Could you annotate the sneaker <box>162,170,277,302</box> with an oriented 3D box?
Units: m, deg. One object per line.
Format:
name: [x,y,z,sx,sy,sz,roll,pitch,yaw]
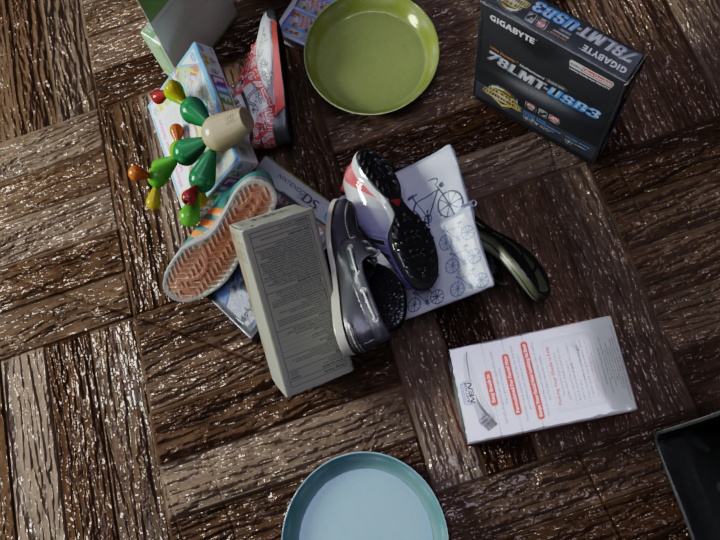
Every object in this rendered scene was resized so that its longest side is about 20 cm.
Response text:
sneaker: [-0.178,-0.045,0.884,0.071,0.080,0.200,40,101,-20]

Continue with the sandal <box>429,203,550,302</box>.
sandal: [0.159,-0.021,0.870,0.200,0.079,0.058,41,113,31]

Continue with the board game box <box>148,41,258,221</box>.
board game box: [-0.223,-0.190,0.948,0.134,0.034,0.204,-37,65,32]

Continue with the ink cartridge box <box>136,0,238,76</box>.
ink cartridge box: [-0.250,-0.377,0.963,0.047,0.200,0.147,31,78,13]

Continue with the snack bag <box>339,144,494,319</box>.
snack bag: [0.064,-0.043,0.871,0.185,0.021,0.205,-22,68,27]

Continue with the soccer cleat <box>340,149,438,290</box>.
soccer cleat: [0.033,-0.053,0.852,0.067,0.073,0.203,-8,61,-37]

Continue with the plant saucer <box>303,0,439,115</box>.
plant saucer: [0.016,-0.310,0.991,0.194,0.031,0.206,-1,74,3]

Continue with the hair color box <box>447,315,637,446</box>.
hair color box: [0.209,0.133,0.812,0.195,0.064,0.114,-11,72,2]

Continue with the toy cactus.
toy cactus: [-0.211,-0.166,0.864,0.162,0.102,0.205,-20,63,25]

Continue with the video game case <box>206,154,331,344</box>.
video game case: [-0.130,-0.035,0.909,0.180,0.026,0.201,36,81,29]

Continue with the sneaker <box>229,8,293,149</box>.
sneaker: [-0.158,-0.272,0.980,0.105,0.067,0.207,-7,81,4]

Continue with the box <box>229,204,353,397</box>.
box: [-0.082,0.033,0.813,0.093,0.077,0.205,-17,104,-19]

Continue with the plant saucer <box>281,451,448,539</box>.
plant saucer: [0.005,0.318,0.798,0.194,0.027,0.206,-2,72,7]

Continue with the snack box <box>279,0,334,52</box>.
snack box: [-0.054,-0.425,1.046,0.071,0.024,0.203,26,77,14]

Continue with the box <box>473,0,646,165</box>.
box: [0.236,-0.241,0.857,0.198,0.199,0.050,35,81,15]

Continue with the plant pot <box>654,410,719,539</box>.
plant pot: [0.453,0.229,0.691,0.173,0.201,0.204,-11,70,-10]

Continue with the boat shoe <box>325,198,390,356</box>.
boat shoe: [0.000,0.000,0.802,0.061,0.073,0.204,-14,59,15]

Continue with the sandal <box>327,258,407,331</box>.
sandal: [-0.008,0.022,0.868,0.198,0.045,0.076,25,79,43]
